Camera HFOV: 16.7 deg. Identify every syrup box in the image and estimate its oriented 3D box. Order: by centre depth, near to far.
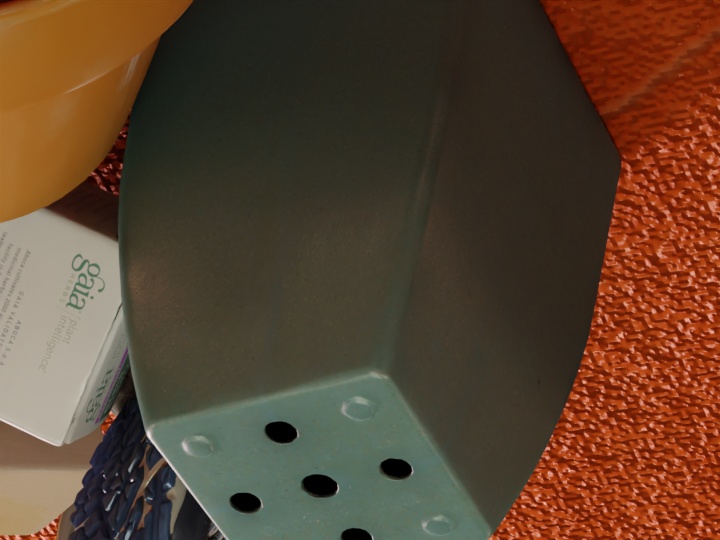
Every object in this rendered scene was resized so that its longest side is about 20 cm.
[{"bbox_3d":[-0.173,-0.017,0.916,0.199,0.081,0.079,25,100,2],"label":"syrup box"}]

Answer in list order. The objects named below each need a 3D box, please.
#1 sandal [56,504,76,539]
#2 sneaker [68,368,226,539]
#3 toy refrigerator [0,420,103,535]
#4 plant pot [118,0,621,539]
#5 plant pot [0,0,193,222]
[{"bbox_3d":[-0.069,0.107,1.090,0.082,0.055,0.200,37,129,-26],"label":"sandal"},{"bbox_3d":[-0.053,0.068,0.948,0.085,0.200,0.077,32,114,-13],"label":"sneaker"},{"bbox_3d":[-0.207,0.062,0.990,0.199,0.076,0.070,4,147,-43],"label":"toy refrigerator"},{"bbox_3d":[0.000,0.000,0.866,0.141,0.201,0.142,-15,131,22],"label":"plant pot"},{"bbox_3d":[-0.135,-0.111,0.799,0.199,0.201,0.184,9,151,0],"label":"plant pot"}]
